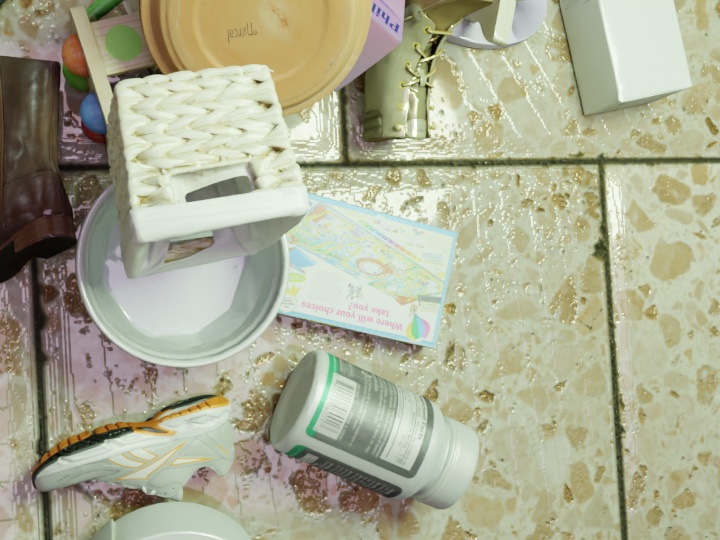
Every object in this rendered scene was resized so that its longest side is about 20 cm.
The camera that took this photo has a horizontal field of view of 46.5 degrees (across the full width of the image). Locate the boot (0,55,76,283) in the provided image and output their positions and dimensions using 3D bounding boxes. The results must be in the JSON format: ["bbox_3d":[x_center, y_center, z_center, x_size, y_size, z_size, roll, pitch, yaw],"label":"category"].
[{"bbox_3d":[-0.354,-0.095,0.796,0.186,0.064,0.200,-18,74,14],"label":"boot"}]

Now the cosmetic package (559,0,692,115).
[{"bbox_3d":[0.313,-0.300,1.013,0.107,0.085,0.200,-12,92,-18],"label":"cosmetic package"}]

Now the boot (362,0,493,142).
[{"bbox_3d":[0.065,-0.215,0.872,0.073,0.200,0.156,-1,90,-39],"label":"boot"}]

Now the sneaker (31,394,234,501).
[{"bbox_3d":[-0.217,0.194,0.829,0.200,0.076,0.092,-15,97,-17],"label":"sneaker"}]

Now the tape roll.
[{"bbox_3d":[-0.186,0.332,0.815,0.202,0.071,0.203,-3,100,-16],"label":"tape roll"}]

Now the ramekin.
[{"bbox_3d":[-0.177,-0.007,0.831,0.200,0.105,0.200,0,89,-18],"label":"ramekin"}]

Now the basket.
[{"bbox_3d":[-0.137,-0.076,0.692,0.135,0.200,0.124,-12,85,-19],"label":"basket"}]

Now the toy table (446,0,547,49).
[{"bbox_3d":[0.143,-0.329,0.942,0.200,0.117,0.184,1,88,-19],"label":"toy table"}]

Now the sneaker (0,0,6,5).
[{"bbox_3d":[-0.400,-0.338,0.785,0.079,0.078,0.200,-41,111,-11],"label":"sneaker"}]

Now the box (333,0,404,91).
[{"bbox_3d":[-0.047,-0.314,0.821,0.176,0.097,0.200,33,47,-32],"label":"box"}]

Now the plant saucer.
[{"bbox_3d":[-0.087,-0.221,0.719,0.200,0.032,0.200,-8,125,-11],"label":"plant saucer"}]

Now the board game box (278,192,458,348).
[{"bbox_3d":[0.000,0.000,0.925,0.200,0.034,0.135,14,84,-17],"label":"board game box"}]

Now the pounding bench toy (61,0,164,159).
[{"bbox_3d":[-0.214,-0.225,0.816,0.156,0.124,0.200,-18,94,-18],"label":"pounding bench toy"}]

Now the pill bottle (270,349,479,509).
[{"bbox_3d":[0.016,0.172,0.883,0.200,0.113,0.113,27,80,-16],"label":"pill bottle"}]
